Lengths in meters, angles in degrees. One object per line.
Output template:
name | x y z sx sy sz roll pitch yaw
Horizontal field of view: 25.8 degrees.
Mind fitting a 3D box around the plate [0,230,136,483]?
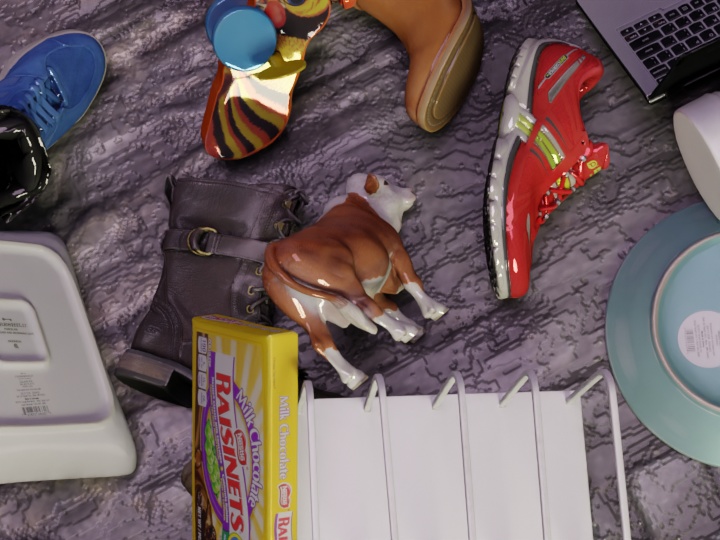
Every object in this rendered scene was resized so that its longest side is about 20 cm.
plate | -0.247 0.049 1.078 0.032 0.199 0.201 -35 67 31

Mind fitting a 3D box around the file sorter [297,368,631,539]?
file sorter | 0.056 0.136 0.982 0.199 0.125 0.140 -2 74 -5

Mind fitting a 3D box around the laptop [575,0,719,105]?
laptop | 0.265 -0.209 1.095 0.186 0.116 0.201 -25 50 -1

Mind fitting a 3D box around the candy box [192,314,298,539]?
candy box | -0.075 0.133 1.002 0.026 0.102 0.202 -3 96 -36

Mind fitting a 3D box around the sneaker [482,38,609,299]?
sneaker | 0.134 -0.074 1.123 0.084 0.077 0.201 10 74 6

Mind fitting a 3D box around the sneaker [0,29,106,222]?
sneaker | -0.243 -0.104 1.147 0.200 0.077 0.111 -42 31 -26

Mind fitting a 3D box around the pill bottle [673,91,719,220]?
pill bottle | 0.325 -0.112 1.083 0.199 0.120 0.120 -26 70 0

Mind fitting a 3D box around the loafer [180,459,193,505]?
loafer | -0.026 0.157 1.067 0.199 0.076 0.068 0 66 8

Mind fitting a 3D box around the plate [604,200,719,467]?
plate | 0.270 0.038 1.091 0.199 0.026 0.202 -2 72 7

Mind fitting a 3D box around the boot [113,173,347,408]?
boot | -0.074 0.019 1.124 0.199 0.069 0.175 16 74 13

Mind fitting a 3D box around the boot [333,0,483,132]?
boot | 0.021 -0.205 1.189 0.154 0.074 0.201 12 71 16

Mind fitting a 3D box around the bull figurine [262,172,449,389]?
bull figurine | 0.000 0.000 1.084 0.122 0.200 0.065 49 120 5

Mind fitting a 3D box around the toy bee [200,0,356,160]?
toy bee | -0.058 -0.177 1.149 0.108 0.201 0.131 2 41 -11
